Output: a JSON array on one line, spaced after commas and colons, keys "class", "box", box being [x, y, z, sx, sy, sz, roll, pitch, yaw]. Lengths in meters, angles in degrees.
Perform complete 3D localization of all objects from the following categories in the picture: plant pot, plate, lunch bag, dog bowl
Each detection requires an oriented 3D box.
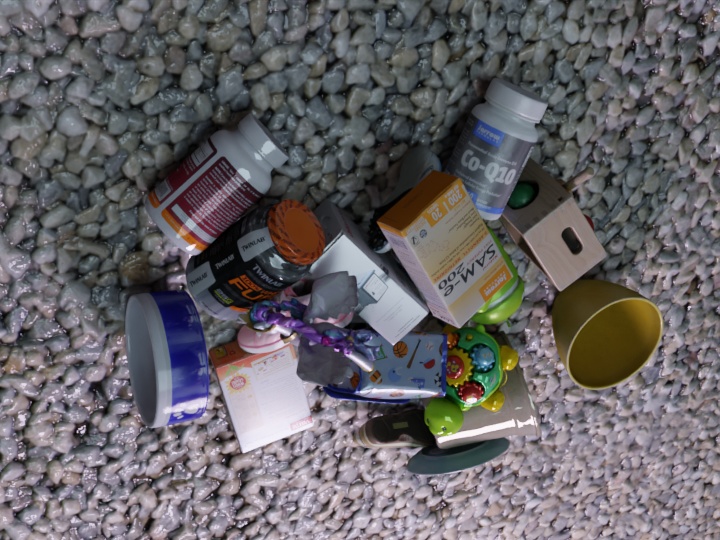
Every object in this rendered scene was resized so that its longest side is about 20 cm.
[{"class": "plant pot", "box": [0.206, 0.233, 1.906, 0.183, 0.201, 0.201, -19, 128, 2]}, {"class": "plate", "box": [0.179, 0.333, 1.959, 0.199, 0.200, 0.026, -16, 97, -15]}, {"class": "lunch bag", "box": [0.029, 0.159, 1.761, 0.169, 0.200, 0.125, 6, 85, -24]}, {"class": "dog bowl", "box": [-0.293, 0.131, 1.580, 0.078, 0.200, 0.201, -7, 124, -24]}, {"class": "plant pot", "box": [0.431, 0.095, 1.933, 0.199, 0.142, 0.201, -12, 126, -17]}]

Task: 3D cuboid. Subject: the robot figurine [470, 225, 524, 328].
[{"class": "robot figurine", "box": [0.196, 0.004, 1.758, 0.115, 0.176, 0.200, -30, 107, 15]}]

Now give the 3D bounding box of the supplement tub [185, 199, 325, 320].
[{"class": "supplement tub", "box": [-0.153, -0.017, 1.542, 0.122, 0.123, 0.200, 27, 137, -36]}]

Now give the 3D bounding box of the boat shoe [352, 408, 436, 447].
[{"class": "boat shoe", "box": [0.070, 0.299, 1.957, 0.199, 0.072, 0.076, 9, 151, -39]}]

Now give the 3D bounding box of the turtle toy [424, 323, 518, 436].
[{"class": "turtle toy", "box": [0.169, 0.185, 1.779, 0.101, 0.145, 0.201, 7, 102, -58]}]

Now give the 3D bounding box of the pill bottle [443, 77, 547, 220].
[{"class": "pill bottle", "box": [0.209, -0.191, 1.654, 0.113, 0.114, 0.201, 12, 112, -31]}]

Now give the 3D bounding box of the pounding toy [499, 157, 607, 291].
[{"class": "pounding toy", "box": [0.313, -0.098, 1.722, 0.142, 0.184, 0.200, -38, 129, 3]}]

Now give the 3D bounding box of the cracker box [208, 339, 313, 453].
[{"class": "cracker box", "box": [-0.166, 0.201, 1.778, 0.133, 0.058, 0.201, -19, 126, -12]}]

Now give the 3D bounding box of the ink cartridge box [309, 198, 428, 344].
[{"class": "ink cartridge box", "box": [0.000, 0.000, 1.641, 0.086, 0.147, 0.200, -45, 116, 11]}]

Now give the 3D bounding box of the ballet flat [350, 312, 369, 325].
[{"class": "ballet flat", "box": [0.005, 0.063, 1.769, 0.199, 0.070, 0.070, 10, 117, -29]}]

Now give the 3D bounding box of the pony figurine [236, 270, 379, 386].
[{"class": "pony figurine", "box": [-0.060, 0.096, 1.549, 0.200, 0.192, 0.167, 31, 65, -51]}]

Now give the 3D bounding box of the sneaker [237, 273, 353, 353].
[{"class": "sneaker", "box": [-0.120, 0.061, 1.670, 0.199, 0.076, 0.105, -16, 132, 17]}]

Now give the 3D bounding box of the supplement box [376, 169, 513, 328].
[{"class": "supplement box", "box": [0.130, -0.031, 1.579, 0.126, 0.073, 0.200, -42, 122, -14]}]

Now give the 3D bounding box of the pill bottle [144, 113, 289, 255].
[{"class": "pill bottle", "box": [-0.202, -0.126, 1.508, 0.200, 0.113, 0.113, -41, 129, 6]}]

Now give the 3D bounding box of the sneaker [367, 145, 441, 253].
[{"class": "sneaker", "box": [0.075, -0.103, 1.630, 0.072, 0.072, 0.201, 46, 59, -32]}]
